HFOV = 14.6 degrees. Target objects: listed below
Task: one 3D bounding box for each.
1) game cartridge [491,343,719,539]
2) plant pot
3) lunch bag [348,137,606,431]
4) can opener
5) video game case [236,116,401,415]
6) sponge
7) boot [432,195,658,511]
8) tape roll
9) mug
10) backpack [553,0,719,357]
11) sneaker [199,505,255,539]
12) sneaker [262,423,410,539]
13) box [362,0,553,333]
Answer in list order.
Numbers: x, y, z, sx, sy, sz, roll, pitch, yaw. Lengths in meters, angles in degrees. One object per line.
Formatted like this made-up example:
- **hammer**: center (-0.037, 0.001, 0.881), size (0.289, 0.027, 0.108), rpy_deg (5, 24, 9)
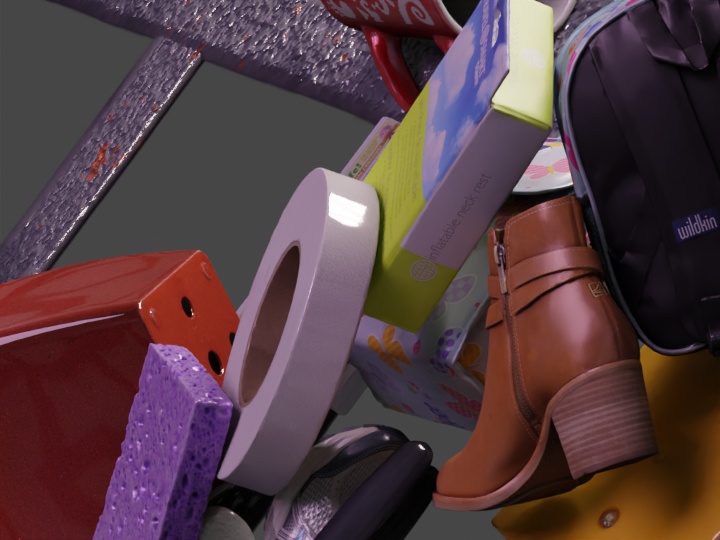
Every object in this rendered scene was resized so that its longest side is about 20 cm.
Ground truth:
- **game cartridge**: center (0.183, 0.114, 1.628), size (0.200, 0.032, 0.176), rpy_deg (-47, 30, 0)
- **plant pot**: center (-0.168, 0.094, 1.904), size (0.176, 0.201, 0.200), rpy_deg (-23, 9, 22)
- **lunch bag**: center (0.085, -0.006, 1.793), size (0.200, 0.127, 0.169), rpy_deg (-53, 33, -16)
- **can opener**: center (-0.022, 0.178, 1.649), size (0.079, 0.063, 0.200), rpy_deg (36, 75, 23)
- **video game case**: center (0.004, -0.007, 1.998), size (0.200, 0.022, 0.182), rpy_deg (-53, 31, -3)
- **sponge**: center (-0.132, 0.155, 1.767), size (0.112, 0.030, 0.201), rpy_deg (-136, 59, -62)
- **boot**: center (0.088, 0.052, 1.617), size (0.200, 0.076, 0.156), rpy_deg (-33, 71, 61)
- **tape roll**: center (-0.041, 0.037, 1.721), size (0.203, 0.037, 0.204), rpy_deg (-161, 90, -79)
- **mug**: center (0.043, -0.212, 2.068), size (0.178, 0.133, 0.200), rpy_deg (-56, 28, -13)
- **backpack**: center (0.202, -0.072, 1.613), size (0.177, 0.201, 0.151), rpy_deg (-21, 11, 3)
- **sneaker**: center (-0.135, 0.249, 1.850), size (0.105, 0.076, 0.201), rpy_deg (-24, 37, 43)
- **sneaker**: center (-0.025, 0.186, 1.724), size (0.200, 0.078, 0.086), rpy_deg (-53, 42, 9)
- **box**: center (0.059, -0.074, 1.662), size (0.200, 0.047, 0.122), rpy_deg (-57, 19, 37)
